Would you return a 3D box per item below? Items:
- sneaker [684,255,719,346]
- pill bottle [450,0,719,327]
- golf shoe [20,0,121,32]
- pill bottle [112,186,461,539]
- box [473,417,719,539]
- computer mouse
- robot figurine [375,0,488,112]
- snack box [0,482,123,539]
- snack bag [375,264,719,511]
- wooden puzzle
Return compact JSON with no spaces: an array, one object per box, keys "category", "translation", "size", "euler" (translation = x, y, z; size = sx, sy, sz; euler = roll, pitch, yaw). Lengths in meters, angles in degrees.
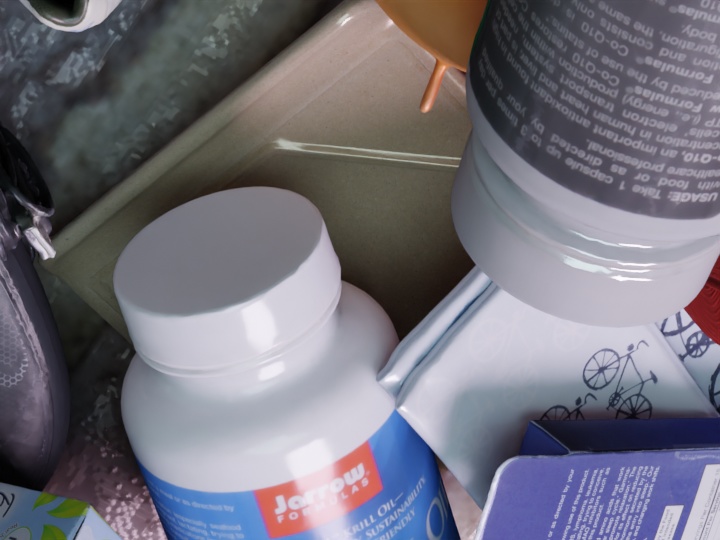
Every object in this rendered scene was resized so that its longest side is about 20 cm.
[{"category":"sneaker","translation":[0.172,-0.064,0.935],"size":[0.115,0.078,0.200],"euler":[-37,141,-32]},{"category":"pill bottle","translation":[0.098,-0.082,0.805],"size":[0.113,0.113,0.200],"euler":[10,134,-9]},{"category":"golf shoe","translation":[-0.124,-0.180,0.907],"size":[0.078,0.097,0.200],"euler":[-19,112,5]},{"category":"pill bottle","translation":[-0.029,0.072,0.978],"size":[0.112,0.112,0.200],"euler":[-17,124,2]},{"category":"box","translation":[0.106,0.117,0.997],"size":[0.200,0.032,0.121],"euler":[2,114,-40]},{"category":"computer mouse","translation":[-0.141,0.020,0.990],"size":[0.053,0.139,0.200],"euler":[-7,124,-21]},{"category":"robot figurine","translation":[0.074,-0.152,0.913],"size":[0.200,0.144,0.117],"euler":[-43,78,-4]},{"category":"snack box","translation":[-0.144,0.144,0.976],"size":[0.068,0.200,0.169],"euler":[-60,136,-24]},{"category":"snack bag","translation":[0.116,0.026,0.993],"size":[0.200,0.021,0.189],"euler":[-47,132,-9]},{"category":"wooden puzzle","translation":[0.000,0.000,1.019],"size":[0.185,0.037,0.200],"euler":[-37,117,23]}]
